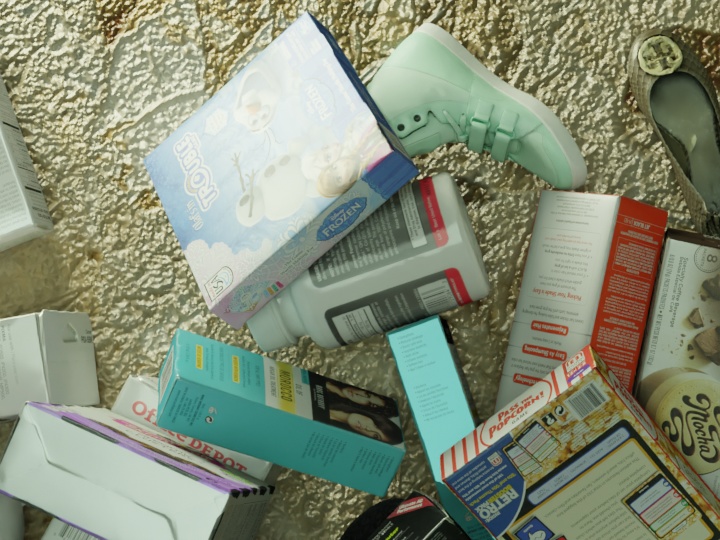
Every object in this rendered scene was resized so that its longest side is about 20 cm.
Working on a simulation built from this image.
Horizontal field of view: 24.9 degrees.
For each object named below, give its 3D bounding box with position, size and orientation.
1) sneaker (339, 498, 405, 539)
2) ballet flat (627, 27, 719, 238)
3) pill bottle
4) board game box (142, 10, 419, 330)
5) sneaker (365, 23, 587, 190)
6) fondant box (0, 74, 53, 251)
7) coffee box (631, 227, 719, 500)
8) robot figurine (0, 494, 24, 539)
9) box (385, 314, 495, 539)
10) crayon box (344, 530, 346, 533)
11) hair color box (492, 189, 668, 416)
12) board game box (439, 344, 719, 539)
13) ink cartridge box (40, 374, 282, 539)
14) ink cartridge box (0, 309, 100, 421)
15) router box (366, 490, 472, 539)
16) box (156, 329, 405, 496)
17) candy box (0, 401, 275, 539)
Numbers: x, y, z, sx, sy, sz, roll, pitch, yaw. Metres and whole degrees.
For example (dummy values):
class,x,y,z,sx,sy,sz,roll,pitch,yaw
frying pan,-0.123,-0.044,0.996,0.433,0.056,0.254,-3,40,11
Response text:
class,x,y,z,sx,sy,sz,roll,pitch,yaw
sneaker,0.007,0.282,1.327,0.082,0.072,0.201,28,91,-25
ballet flat,0.278,-0.111,1.368,0.067,0.046,0.202,-19,84,6
pill bottle,0.000,0.000,1.365,0.198,0.111,0.112,-19,84,8
board game box,-0.072,-0.086,1.351,0.199,0.043,0.201,-41,47,12
sneaker,0.087,-0.107,1.366,0.200,0.074,0.118,40,70,17
fondant box,-0.376,-0.105,1.451,0.143,0.058,0.202,-21,83,6
coffee box,0.283,0.076,1.323,0.112,0.080,0.202,12,99,8
robot figurine,-0.375,0.220,1.400,0.198,0.113,0.171,-1,57,8
box,0.078,0.141,1.360,0.049,0.082,0.202,-19,84,5
crayon box,0.066,0.306,1.366,0.198,0.052,0.127,18,89,8
hair color box,0.179,0.039,1.340,0.061,0.101,0.202,15,88,-34
board game box,0.181,0.180,1.272,0.151,0.046,0.200,-37,106,13
ink cartridge box,-0.173,0.211,1.387,0.147,0.086,0.201,30,88,8
ink cartridge box,-0.338,0.093,1.386,0.198,0.147,0.084,-10,86,8
router box,0.030,0.294,1.265,0.200,0.062,0.150,-44,116,-7
box,-0.065,0.117,1.336,0.199,0.082,0.049,19,113,-14
candy box,-0.167,0.166,1.246,0.167,0.200,0.072,23,87,8
